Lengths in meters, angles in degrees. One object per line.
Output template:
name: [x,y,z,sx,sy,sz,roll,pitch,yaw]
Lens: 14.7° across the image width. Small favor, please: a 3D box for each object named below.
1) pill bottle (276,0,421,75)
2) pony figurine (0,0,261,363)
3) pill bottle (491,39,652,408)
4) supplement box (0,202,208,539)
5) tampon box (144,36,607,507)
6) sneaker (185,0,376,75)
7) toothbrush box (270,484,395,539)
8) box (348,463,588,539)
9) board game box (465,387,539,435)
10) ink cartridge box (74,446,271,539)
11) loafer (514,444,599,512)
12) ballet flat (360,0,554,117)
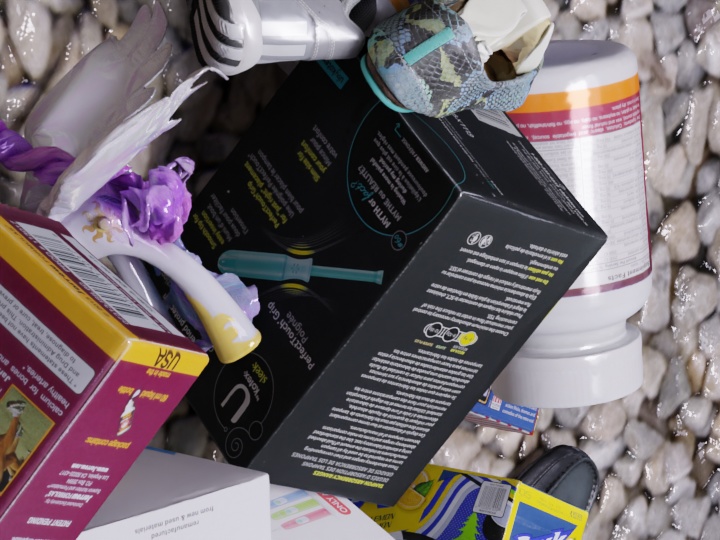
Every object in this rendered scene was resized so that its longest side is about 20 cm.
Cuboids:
pill bottle: [0.032,-0.194,1.579,0.200,0.112,0.112,-48,128,-30]
pony figurine: [-0.139,-0.026,1.398,0.193,0.167,0.200,-36,108,-4]
pill bottle: [0.114,-0.028,1.625,0.109,0.109,0.200,-19,109,-44]
supplement box: [-0.180,0.082,1.290,0.200,0.110,0.086,-53,157,9]
tampon box: [0.000,0.000,1.487,0.126,0.150,0.200,16,120,-46]
sneaker: [-0.038,-0.178,1.456,0.115,0.075,0.200,1,52,-16]
toothbrush box: [-0.035,0.232,1.500,0.086,0.146,0.200,-17,134,-44]
box: [0.025,0.141,1.559,0.070,0.200,0.064,27,76,-45]
board game box: [0.068,-0.014,1.694,0.151,0.046,0.200,22,80,-46]
ink cartridge box: [-0.142,0.204,1.430,0.146,0.147,0.200,-14,107,-46]
loafer: [0.104,0.199,1.748,0.201,0.070,0.068,-58,133,-23]
ballet flat: [0.067,-0.120,1.464,0.200,0.074,0.074,-33,122,-67]
